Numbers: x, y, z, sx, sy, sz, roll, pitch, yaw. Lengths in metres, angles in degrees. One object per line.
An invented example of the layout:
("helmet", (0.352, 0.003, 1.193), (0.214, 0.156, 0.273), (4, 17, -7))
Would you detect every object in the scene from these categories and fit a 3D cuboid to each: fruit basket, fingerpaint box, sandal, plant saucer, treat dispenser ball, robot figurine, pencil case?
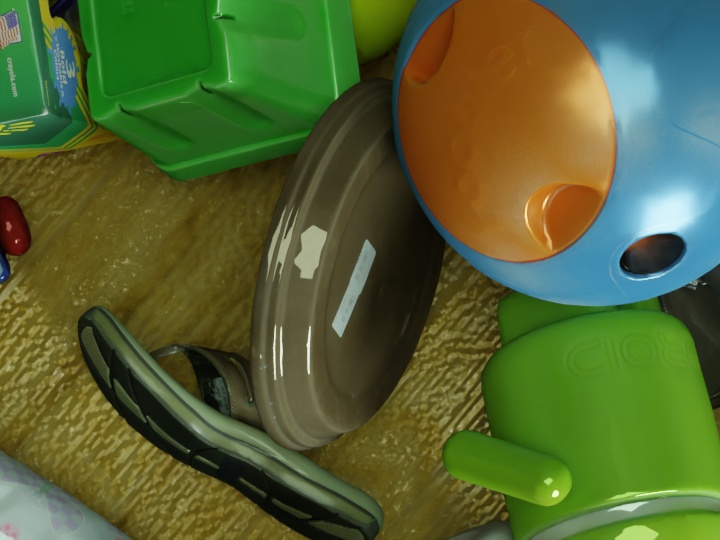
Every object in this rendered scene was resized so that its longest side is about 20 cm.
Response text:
("fruit basket", (-0.051, -0.158, 1.249), (0.155, 0.215, 0.216), (-12, 88, 31))
("fingerpaint box", (-0.186, -0.166, 1.211), (0.073, 0.167, 0.201), (-10, 87, 9))
("sandal", (-0.070, 0.080, 1.265), (0.201, 0.080, 0.057), (34, 68, -8))
("plant saucer", (0.000, 0.000, 1.208), (0.029, 0.200, 0.201), (15, 86, 22))
("treat dispenser ball", (0.115, -0.083, 1.138), (0.200, 0.201, 0.202), (0, 87, -4))
("robot figurine", (0.130, 0.099, 1.207), (0.116, 0.175, 0.201), (-25, 66, 34))
("pencil case", (-0.163, 0.168, 1.239), (0.200, 0.091, 0.083), (37, 107, 0))

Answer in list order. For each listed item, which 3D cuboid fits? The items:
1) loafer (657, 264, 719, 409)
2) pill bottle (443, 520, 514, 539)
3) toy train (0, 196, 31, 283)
("loafer", (0.156, -0.003, 1.278), (0.071, 0.073, 0.200), (-38, 89, -4))
("pill bottle", (0.078, 0.245, 1.242), (0.111, 0.111, 0.200), (-26, 89, -5))
("toy train", (-0.247, -0.083, 1.231), (0.084, 0.116, 0.201), (-20, 89, -3))
